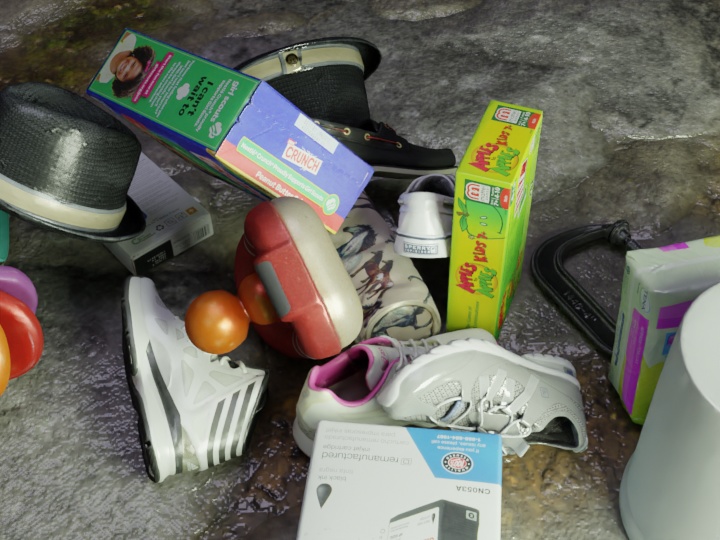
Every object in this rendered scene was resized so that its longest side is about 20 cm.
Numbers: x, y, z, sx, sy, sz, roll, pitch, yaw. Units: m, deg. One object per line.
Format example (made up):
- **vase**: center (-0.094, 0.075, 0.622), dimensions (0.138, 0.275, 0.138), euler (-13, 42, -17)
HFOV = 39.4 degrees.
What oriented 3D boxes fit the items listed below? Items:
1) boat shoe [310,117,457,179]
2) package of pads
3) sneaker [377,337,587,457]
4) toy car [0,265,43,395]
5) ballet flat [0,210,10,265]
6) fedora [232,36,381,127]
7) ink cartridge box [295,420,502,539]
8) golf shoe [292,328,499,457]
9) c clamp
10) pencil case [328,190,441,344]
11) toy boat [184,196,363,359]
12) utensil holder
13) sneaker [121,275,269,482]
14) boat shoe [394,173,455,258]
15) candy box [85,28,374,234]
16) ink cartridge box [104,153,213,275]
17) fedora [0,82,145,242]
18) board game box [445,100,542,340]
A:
- **boat shoe**: center (0.016, -0.123, 1.020), dimensions (0.201, 0.063, 0.074), euler (0, 1, -31)
- **package of pads**: center (0.311, 0.044, 0.830), dimensions (0.200, 0.155, 0.068), euler (-10, 39, -7)
- **sneaker**: center (0.107, 0.106, 0.792), dimensions (0.200, 0.075, 0.082), euler (5, 48, -31)
- **toy car**: center (-0.353, 0.036, 0.875), dimensions (0.150, 0.175, 0.200), euler (12, 34, -38)
- **ballet flat**: center (-0.388, -0.074, 1.030), dimensions (0.072, 0.072, 0.201), euler (-4, 45, -2)
- **fedora**: center (-0.062, -0.170, 1.076), dimensions (0.200, 0.201, 0.092), euler (-16, 81, -14)
- **ink cartridge box**: center (0.026, 0.216, 0.720), dimensions (0.145, 0.084, 0.200), euler (4, 46, 5)
- **golf shoe**: center (0.036, 0.089, 0.840), dimensions (0.200, 0.092, 0.075), euler (-24, 49, -22)
- **c clamp**: center (0.268, 0.015, 0.953), dimensions (0.171, 0.027, 0.200), euler (-31, 54, -19)
- **pencil case**: center (0.000, 0.000, 0.935), dimensions (0.089, 0.078, 0.200), euler (-21, 48, -11)
- **toy boat**: center (-0.082, 0.024, 0.820), dimensions (0.131, 0.200, 0.131), euler (-26, 88, -9)
- **utensil holder**: center (0.286, 0.125, 0.721), dimensions (0.170, 0.200, 0.170), euler (-1, 46, 1)
- **sneaker**: center (-0.143, 0.085, 0.874), dimensions (0.115, 0.076, 0.201), euler (-8, 53, -18)
- **boat shoe**: center (0.073, -0.058, 0.937), dimensions (0.073, 0.065, 0.200), euler (3, 11, 6)
- **candy box**: center (-0.114, -0.122, 0.886), dimensions (0.200, 0.169, 0.077), euler (26, 85, 40)
- **ink cartridge box**: center (-0.249, -0.078, 1.048), dimensions (0.095, 0.037, 0.200), euler (-33, 56, -26)
- **fedora**: center (-0.273, -0.108, 0.913), dimensions (0.200, 0.092, 0.201), euler (29, 16, -9)
- **board game box**: center (0.115, -0.035, 0.880), dimensions (0.048, 0.200, 0.102), euler (15, 48, 16)
